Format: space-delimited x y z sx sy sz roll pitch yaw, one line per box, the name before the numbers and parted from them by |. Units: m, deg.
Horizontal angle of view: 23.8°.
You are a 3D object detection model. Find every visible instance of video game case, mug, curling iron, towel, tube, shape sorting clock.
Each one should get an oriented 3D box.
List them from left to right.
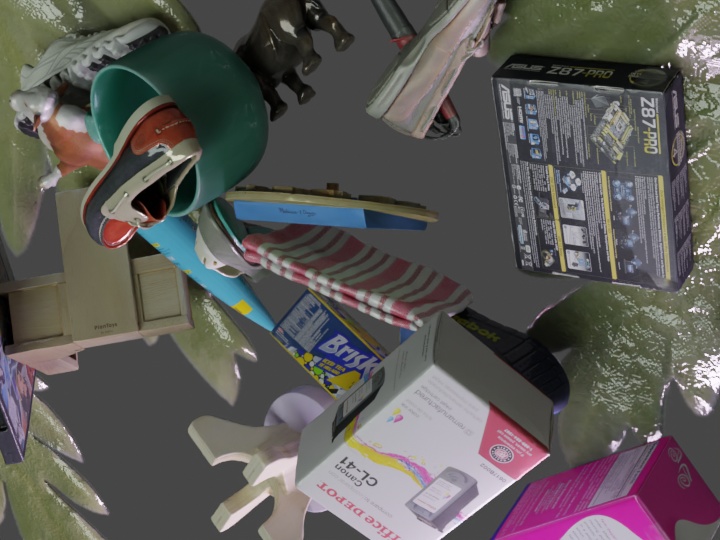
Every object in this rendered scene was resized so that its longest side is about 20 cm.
video game case | -0.387 0.075 1.840 0.025 0.201 0.182 -10 125 2
mug | -0.168 -0.151 1.580 0.185 0.114 0.153 40 143 25
tube | -0.154 -0.002 1.763 0.200 0.050 0.077 45 -179 -24
shape sorting clock | -0.026 -0.061 1.585 0.198 0.199 0.040 5 93 31
towel | 0.000 0.000 1.632 0.199 0.146 0.030 23 109 17
curling iron | 0.034 -0.202 1.535 0.049 0.026 0.201 -15 113 37

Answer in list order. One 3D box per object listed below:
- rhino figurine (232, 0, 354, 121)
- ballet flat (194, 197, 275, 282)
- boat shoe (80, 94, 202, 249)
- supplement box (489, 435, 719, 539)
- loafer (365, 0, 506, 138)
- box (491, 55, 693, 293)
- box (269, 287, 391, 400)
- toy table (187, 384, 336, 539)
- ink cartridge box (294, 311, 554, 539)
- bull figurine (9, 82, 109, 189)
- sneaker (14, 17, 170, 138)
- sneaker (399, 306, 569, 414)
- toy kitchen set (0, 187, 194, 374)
rhino figurine | -0.085 -0.188 1.602 0.088 0.060 0.200 54 137 11
ballet flat | -0.127 -0.021 1.674 0.063 0.200 0.068 -28 74 10
boat shoe | -0.192 -0.072 1.511 0.063 0.071 0.200 52 140 13
supplement box | 0.241 0.254 1.684 0.199 0.103 0.102 -26 105 44
loafer | 0.081 -0.196 1.477 0.063 0.072 0.200 33 125 -12
box | 0.204 -0.084 1.495 0.160 0.049 0.201 9 127 31
box | 0.006 0.108 1.703 0.200 0.070 0.064 44 97 24
toy table | -0.089 0.216 1.835 0.184 0.117 0.201 46 145 23
ink cartridge box | 0.058 0.156 1.562 0.147 0.086 0.200 37 120 -17
bull figurine | -0.259 -0.126 1.708 0.198 0.066 0.121 11 151 -21
sneaker | -0.272 -0.209 1.709 0.199 0.082 0.075 -26 148 28
sneaker | 0.117 0.096 1.651 0.199 0.074 0.083 30 123 35
toy kitchen set | -0.283 0.009 1.891 0.198 0.180 0.165 -9 79 2
